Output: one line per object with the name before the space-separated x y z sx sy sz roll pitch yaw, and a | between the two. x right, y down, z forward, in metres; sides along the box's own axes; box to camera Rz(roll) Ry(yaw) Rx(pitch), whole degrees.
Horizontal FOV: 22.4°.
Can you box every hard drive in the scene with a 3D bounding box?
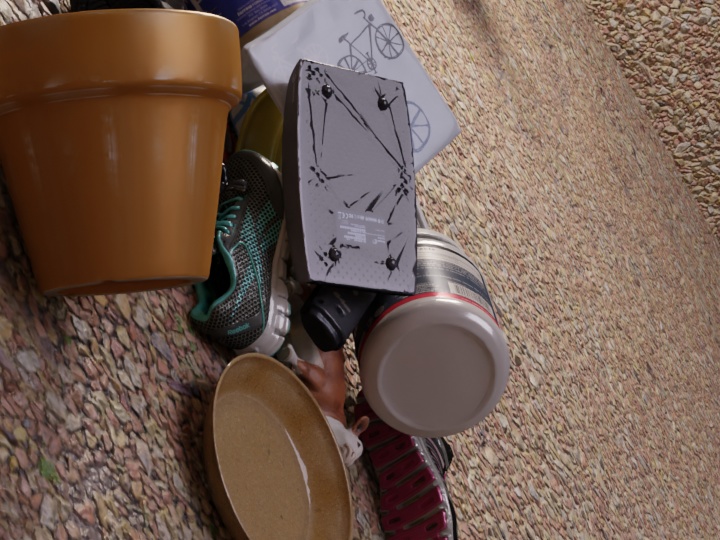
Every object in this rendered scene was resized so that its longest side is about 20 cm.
hard drive | -0.012 -0.078 1.616 0.134 0.042 0.202 8 73 -38

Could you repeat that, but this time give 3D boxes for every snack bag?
snack bag | -0.009 -0.162 1.682 0.188 0.021 0.201 -43 107 -38

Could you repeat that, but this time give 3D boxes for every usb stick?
usb stick | 0.000 0.000 1.661 0.056 0.032 0.200 57 38 -19

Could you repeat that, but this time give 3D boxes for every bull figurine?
bull figurine | -0.049 0.085 1.639 0.121 0.065 0.201 41 32 -47

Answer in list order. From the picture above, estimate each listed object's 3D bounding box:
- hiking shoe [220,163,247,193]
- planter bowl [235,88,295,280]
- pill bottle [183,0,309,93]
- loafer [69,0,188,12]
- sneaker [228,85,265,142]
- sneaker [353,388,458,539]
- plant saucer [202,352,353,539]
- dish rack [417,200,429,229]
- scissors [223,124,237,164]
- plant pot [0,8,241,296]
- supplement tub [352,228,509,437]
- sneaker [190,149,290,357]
hiking shoe | -0.175 -0.133 1.500 0.201 0.100 0.076 56 21 -27
planter bowl | -0.035 -0.080 1.726 0.200 0.083 0.202 2 87 -62
pill bottle | -0.136 -0.279 1.722 0.201 0.119 0.120 55 18 8
loafer | -0.209 -0.243 1.598 0.072 0.073 0.200 66 9 11
sneaker | -0.082 -0.164 1.788 0.072 0.072 0.200 59 24 -23
sneaker | 0.059 0.203 1.772 0.087 0.073 0.201 21 43 -55
plant saucer | -0.074 0.168 1.501 0.200 0.035 0.201 43 35 -41
dish rack | 0.024 -0.066 2.036 0.171 0.043 0.201 4 65 -68
scissors | -0.114 -0.066 1.712 0.073 0.014 0.201 44 28 -52
plant pot | -0.180 -0.078 1.327 0.200 0.199 0.185 4 80 -68
supplement tub | 0.061 0.055 1.732 0.141 0.140 0.200 58 9 -23
sneaker | -0.109 -0.023 1.581 0.091 0.077 0.202 27 50 -44
